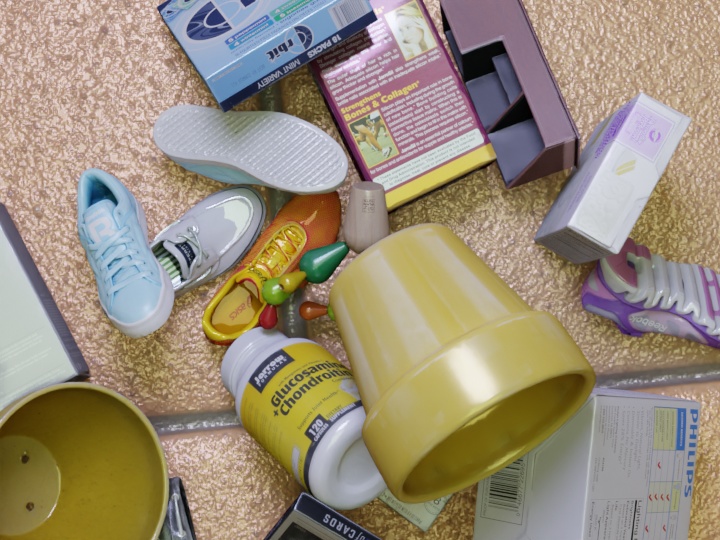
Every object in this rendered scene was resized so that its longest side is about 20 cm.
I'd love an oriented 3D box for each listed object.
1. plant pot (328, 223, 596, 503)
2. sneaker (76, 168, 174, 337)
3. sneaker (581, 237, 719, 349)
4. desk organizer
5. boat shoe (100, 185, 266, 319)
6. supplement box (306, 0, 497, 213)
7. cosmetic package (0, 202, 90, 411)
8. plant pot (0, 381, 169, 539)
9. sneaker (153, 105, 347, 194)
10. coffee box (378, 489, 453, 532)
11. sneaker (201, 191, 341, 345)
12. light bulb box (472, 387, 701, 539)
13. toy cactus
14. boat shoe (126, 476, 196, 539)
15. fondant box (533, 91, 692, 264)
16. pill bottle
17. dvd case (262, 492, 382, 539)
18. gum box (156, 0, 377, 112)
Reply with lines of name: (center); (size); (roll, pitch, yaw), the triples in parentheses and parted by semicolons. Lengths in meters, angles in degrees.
plant pot: (0.072, 0.071, 1.238); (0.200, 0.201, 0.189); (-30, 66, -3)
sneaker: (-0.240, -0.021, 1.369); (0.074, 0.082, 0.200); (-33, 47, 5)
sneaker: (0.307, 0.037, 1.452); (0.200, 0.088, 0.081); (23, 46, -20)
desk organizer: (0.148, -0.189, 1.417); (0.077, 0.072, 0.201); (-19, 69, 0)
boat shoe: (-0.176, -0.012, 1.431); (0.200, 0.067, 0.074); (-42, 91, -3)
supplement box: (0.034, -0.170, 1.426); (0.131, 0.103, 0.201); (-25, 90, -1)
cosmetic package: (-0.363, 0.039, 1.414); (0.107, 0.090, 0.201); (-26, 87, -3)
plant pot: (-0.306, 0.208, 1.367); (0.199, 0.142, 0.201); (4, 84, -38)
sneaker: (-0.102, -0.118, 1.414); (0.199, 0.082, 0.074); (17, 84, 13)
coffee box: (0.075, 0.145, 1.431); (0.114, 0.080, 0.200); (35, 87, -1)
sneaker: (-0.084, -0.003, 1.431); (0.073, 0.077, 0.200); (35, 86, 1)
light bulb box: (0.219, 0.212, 1.365); (0.124, 0.200, 0.199); (5, 87, 41)
toy cactus: (0.000, 0.000, 1.366); (0.199, 0.102, 0.166); (5, 111, 10)
boat shoe: (-0.173, 0.307, 1.420); (0.063, 0.071, 0.201); (-19, 88, -2)
fondant box: (0.241, -0.085, 1.385); (0.058, 0.200, 0.145); (30, 87, -2)
pill bottle: (-0.051, 0.134, 1.366); (0.112, 0.200, 0.112); (-20, 126, -30)
dvd case: (-0.020, 0.287, 1.370); (0.150, 0.200, 0.025); (31, 60, -1)
gum box: (-0.096, -0.250, 1.382); (0.170, 0.200, 0.045); (-31, 125, -2)
